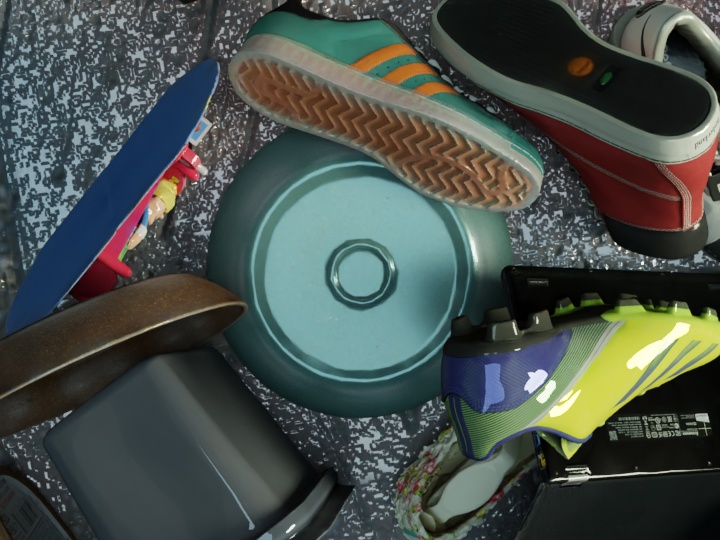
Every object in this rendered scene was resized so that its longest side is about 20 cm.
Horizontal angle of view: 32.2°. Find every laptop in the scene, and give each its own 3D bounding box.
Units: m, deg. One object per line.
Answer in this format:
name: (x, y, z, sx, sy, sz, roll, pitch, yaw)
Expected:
laptop: (0.152, 0.112, 0.777, 0.187, 0.116, 0.201, 2, 68, -31)

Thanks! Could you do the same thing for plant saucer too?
plant saucer: (0.000, 0.000, 0.794, 0.199, 0.036, 0.201, 0, 96, -1)
plant saucer: (-0.162, 0.050, 0.720, 0.200, 0.200, 0.035, -26, 83, 2)

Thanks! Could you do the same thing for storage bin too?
storage bin: (-0.104, 0.127, 0.737, 0.145, 0.200, 0.134, -37, 85, 4)

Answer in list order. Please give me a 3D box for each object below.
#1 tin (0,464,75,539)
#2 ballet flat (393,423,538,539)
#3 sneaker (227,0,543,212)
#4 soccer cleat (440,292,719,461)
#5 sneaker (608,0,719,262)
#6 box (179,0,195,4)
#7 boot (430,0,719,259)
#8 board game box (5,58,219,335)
tin: (-0.188, 0.209, 0.777, 0.042, 0.112, 0.200, -34, 97, 3)
ballet flat: (0.100, 0.104, 0.793, 0.076, 0.064, 0.200, 40, 94, -4)
sneaker: (0.025, -0.108, 0.752, 0.200, 0.071, 0.080, 26, 56, 0)
soccer cleat: (0.125, 0.058, 0.685, 0.200, 0.065, 0.084, -5, 96, -35)
sneaker: (0.222, -0.073, 0.763, 0.074, 0.089, 0.200, -35, 97, 2)
box: (-0.039, -0.249, 0.727, 0.199, 0.106, 0.123, -17, 95, 2)
boot: (0.128, -0.085, 0.769, 0.072, 0.144, 0.200, -43, 58, -17)
board game box: (-0.133, -0.033, 0.734, 0.039, 0.158, 0.200, 37, 95, -21)
